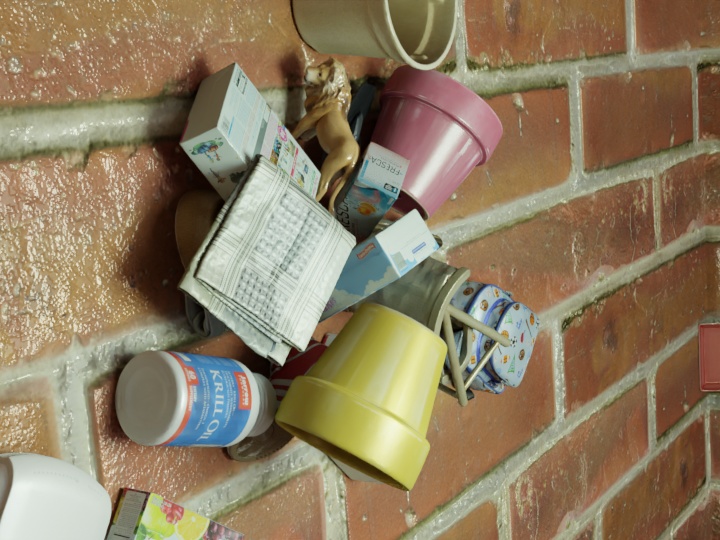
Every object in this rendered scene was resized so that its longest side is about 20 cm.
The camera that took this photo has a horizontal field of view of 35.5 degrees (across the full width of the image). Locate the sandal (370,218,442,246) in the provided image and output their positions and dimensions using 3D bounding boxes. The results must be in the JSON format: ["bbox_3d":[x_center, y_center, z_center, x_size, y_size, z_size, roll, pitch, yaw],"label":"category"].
[{"bbox_3d":[0.064,-0.061,1.807,0.199,0.081,0.055,16,56,-49],"label":"sandal"}]

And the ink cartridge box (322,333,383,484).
[{"bbox_3d":[-0.001,0.211,1.698,0.200,0.083,0.146,53,50,-44],"label":"ink cartridge box"}]

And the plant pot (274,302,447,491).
[{"bbox_3d":[0.017,0.155,1.448,0.201,0.199,0.190,44,70,-48],"label":"plant pot"}]

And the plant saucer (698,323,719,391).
[{"bbox_3d":[1.076,0.245,3.241,0.037,0.197,0.203,-39,125,-74],"label":"plant saucer"}]

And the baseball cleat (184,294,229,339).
[{"bbox_3d":[-0.164,0.060,1.472,0.200,0.069,0.107,46,61,-35],"label":"baseball cleat"}]

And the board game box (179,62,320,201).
[{"bbox_3d":[-0.135,-0.139,1.427,0.200,0.064,0.148,52,29,-31],"label":"board game box"}]

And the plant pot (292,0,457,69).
[{"bbox_3d":[0.012,-0.381,1.595,0.200,0.182,0.203,-4,95,-55],"label":"plant pot"}]

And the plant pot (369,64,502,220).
[{"bbox_3d":[0.094,-0.186,1.743,0.180,0.199,0.200,-60,140,-12],"label":"plant pot"}]

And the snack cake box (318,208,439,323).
[{"bbox_3d":[0.000,0.000,1.580,0.068,0.199,0.115,57,40,-3],"label":"snack cake box"}]

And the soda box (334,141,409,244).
[{"bbox_3d":[0.003,-0.100,1.598,0.063,0.200,0.069,23,63,-7],"label":"soda box"}]

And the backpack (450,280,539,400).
[{"bbox_3d":[0.211,0.111,1.965,0.190,0.153,0.202,33,68,-41],"label":"backpack"}]

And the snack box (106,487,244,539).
[{"bbox_3d":[-0.235,0.366,1.383,0.200,0.052,0.144,41,60,-50],"label":"snack box"}]

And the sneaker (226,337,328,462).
[{"bbox_3d":[-0.118,0.170,1.549,0.199,0.112,0.072,-39,132,-11],"label":"sneaker"}]

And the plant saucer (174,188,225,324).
[{"bbox_3d":[-0.153,-0.018,1.412,0.200,0.035,0.202,45,31,-37],"label":"plant saucer"}]

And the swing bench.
[{"bbox_3d":[0.089,0.070,1.699,0.130,0.198,0.200,-51,134,-16],"label":"swing bench"}]

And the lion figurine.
[{"bbox_3d":[-0.038,-0.185,1.553,0.072,0.122,0.202,3,57,-53],"label":"lion figurine"}]

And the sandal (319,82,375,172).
[{"bbox_3d":[-0.013,-0.202,1.664,0.076,0.042,0.201,103,12,-57],"label":"sandal"}]

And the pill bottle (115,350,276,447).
[{"bbox_3d":[-0.194,0.160,1.380,0.199,0.111,0.114,12,82,-56],"label":"pill bottle"}]

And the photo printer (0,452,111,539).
[{"bbox_3d":[-0.351,0.299,1.189,0.166,0.069,0.202,38,61,-51],"label":"photo printer"}]

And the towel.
[{"bbox_3d":[-0.105,-0.008,1.360,0.192,0.034,0.201,42,69,-37],"label":"towel"}]
